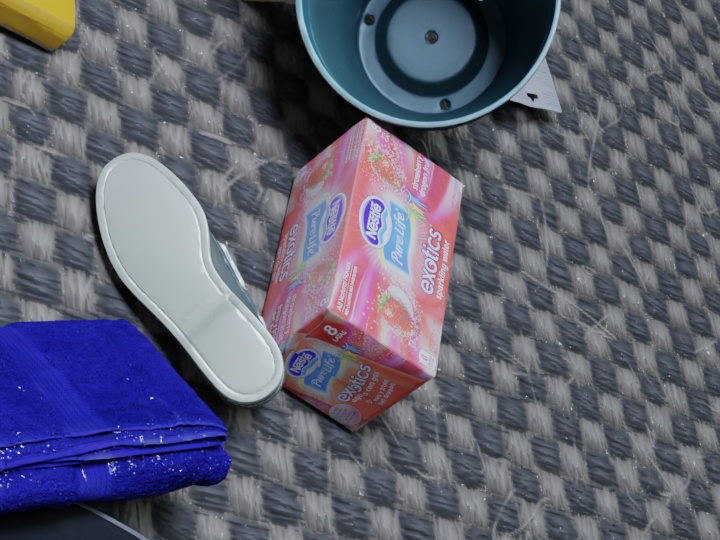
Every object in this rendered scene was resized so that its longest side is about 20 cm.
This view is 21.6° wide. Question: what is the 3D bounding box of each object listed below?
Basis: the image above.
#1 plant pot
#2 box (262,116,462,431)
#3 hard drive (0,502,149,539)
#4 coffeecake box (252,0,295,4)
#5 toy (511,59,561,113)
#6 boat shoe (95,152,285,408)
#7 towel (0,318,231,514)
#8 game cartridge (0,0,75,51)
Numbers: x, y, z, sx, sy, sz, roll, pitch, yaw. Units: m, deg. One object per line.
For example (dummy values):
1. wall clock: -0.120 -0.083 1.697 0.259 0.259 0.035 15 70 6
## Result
1. plant pot: 0.054 -0.201 1.492 0.201 0.200 0.188 57 0 4
2. box: 0.000 0.000 1.382 0.102 0.095 0.201 34 42 -22
3. hard drive: -0.153 0.210 1.109 0.200 0.042 0.135 36 41 -21
4. coffeecake box: -0.059 -0.338 1.494 0.154 0.073 0.201 55 51 -48
5. toy: 0.115 -0.235 1.708 0.115 0.047 0.201 3 70 -59
6. boat shoe: -0.118 0.010 1.299 0.200 0.073 0.062 55 -5 13
7. towel: -0.182 0.078 1.138 0.199 0.050 0.148 0 41 -49
8. game cartridge: -0.286 -0.268 1.324 0.200 0.032 0.177 28 44 -41
